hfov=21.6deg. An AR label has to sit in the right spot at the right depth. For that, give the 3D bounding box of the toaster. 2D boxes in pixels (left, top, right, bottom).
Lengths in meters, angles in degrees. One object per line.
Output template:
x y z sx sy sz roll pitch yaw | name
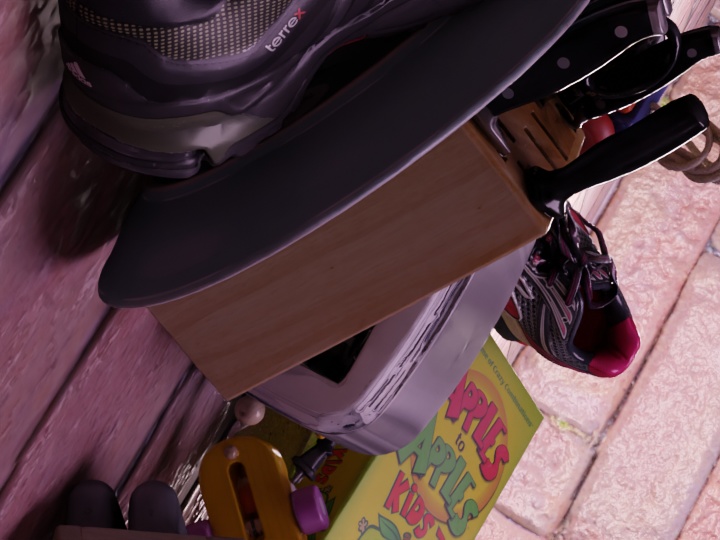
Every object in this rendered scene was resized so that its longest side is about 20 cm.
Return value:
0.000 0.000 0.833 0.200 0.114 0.129 -59 167 -1 | toaster

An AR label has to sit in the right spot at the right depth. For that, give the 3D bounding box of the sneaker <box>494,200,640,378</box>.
0.092 -0.016 0.979 0.081 0.075 0.200 -50 138 -8 | sneaker

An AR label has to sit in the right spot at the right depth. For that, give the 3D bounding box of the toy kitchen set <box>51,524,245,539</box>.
-0.063 0.237 0.776 0.181 0.163 0.200 -104 -150 -44 | toy kitchen set

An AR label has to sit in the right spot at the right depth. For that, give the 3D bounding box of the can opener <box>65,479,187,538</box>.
-0.099 0.146 0.858 0.200 0.053 0.067 94 -5 -63 | can opener

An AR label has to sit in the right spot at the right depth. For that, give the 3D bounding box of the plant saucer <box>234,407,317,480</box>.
-0.006 0.027 1.069 0.200 0.048 0.200 -47 163 -59 | plant saucer

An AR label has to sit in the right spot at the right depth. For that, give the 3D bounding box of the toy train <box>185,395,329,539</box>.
-0.003 0.099 0.920 0.056 0.150 0.200 51 48 -77 | toy train

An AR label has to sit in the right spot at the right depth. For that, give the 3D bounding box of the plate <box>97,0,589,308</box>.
-0.010 -0.058 0.619 0.200 0.026 0.200 -32 -164 10 | plate

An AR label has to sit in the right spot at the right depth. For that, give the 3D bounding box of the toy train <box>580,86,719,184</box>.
0.137 -0.118 0.957 0.085 0.200 0.116 -56 165 -31 | toy train

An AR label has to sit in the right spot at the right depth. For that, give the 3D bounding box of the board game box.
0.018 0.122 1.017 0.200 0.048 0.102 -56 130 -28 | board game box

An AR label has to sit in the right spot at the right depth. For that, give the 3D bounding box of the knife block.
0.027 -0.034 0.648 0.200 0.064 0.176 -43 -164 -12 | knife block

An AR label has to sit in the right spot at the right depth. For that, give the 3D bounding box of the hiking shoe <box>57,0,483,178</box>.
-0.003 -0.112 0.523 0.200 0.076 0.101 -44 159 -22 | hiking shoe
